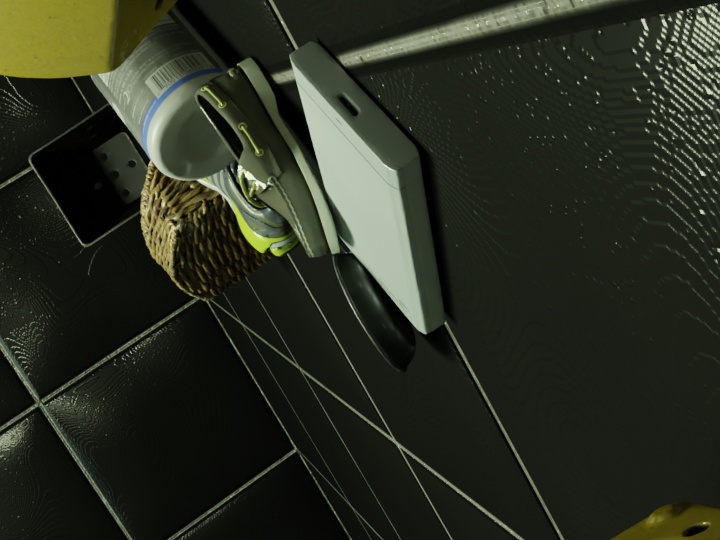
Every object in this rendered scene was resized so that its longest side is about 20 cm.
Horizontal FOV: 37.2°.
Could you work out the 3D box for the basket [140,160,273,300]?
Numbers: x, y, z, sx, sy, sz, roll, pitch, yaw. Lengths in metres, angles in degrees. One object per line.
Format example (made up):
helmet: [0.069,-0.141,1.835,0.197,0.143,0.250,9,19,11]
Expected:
basket: [-0.203,-0.076,1.284,0.150,0.142,0.201,51,166,22]

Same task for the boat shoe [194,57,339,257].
boat shoe: [-0.078,-0.088,0.892,0.072,0.060,0.203,82,162,-62]

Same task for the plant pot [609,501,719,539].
plant pot: [0.165,0.223,0.485,0.202,0.193,0.194,63,168,2]

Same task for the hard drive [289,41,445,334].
hard drive: [0.008,-0.054,0.777,0.132,0.026,0.201,50,166,32]

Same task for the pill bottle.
pill bottle: [-0.193,-0.189,1.028,0.200,0.113,0.114,50,166,32]

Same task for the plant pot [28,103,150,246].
plant pot: [-0.492,-0.185,2.079,0.201,0.198,0.177,58,179,-5]

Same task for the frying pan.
frying pan: [0.009,0.013,0.927,0.115,0.031,0.191,54,-168,-29]

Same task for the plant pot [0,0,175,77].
plant pot: [-0.201,-0.239,0.655,0.198,0.195,0.196,28,144,2]

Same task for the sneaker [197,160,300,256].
sneaker: [-0.127,-0.110,1.100,0.200,0.074,0.081,46,159,17]
